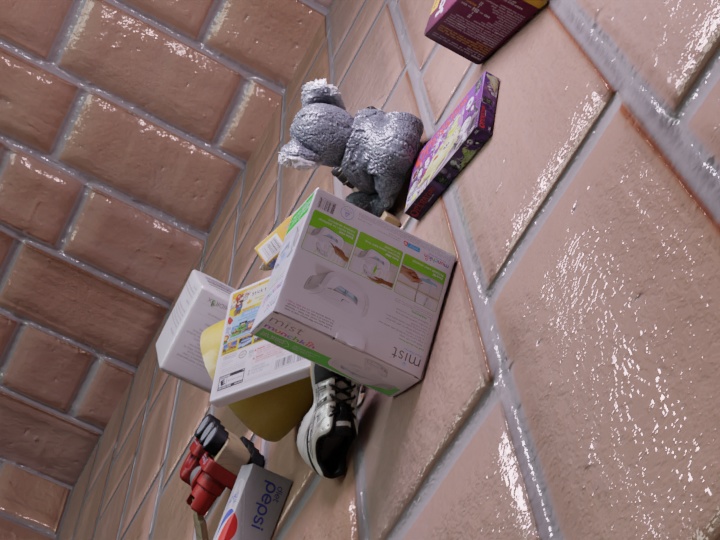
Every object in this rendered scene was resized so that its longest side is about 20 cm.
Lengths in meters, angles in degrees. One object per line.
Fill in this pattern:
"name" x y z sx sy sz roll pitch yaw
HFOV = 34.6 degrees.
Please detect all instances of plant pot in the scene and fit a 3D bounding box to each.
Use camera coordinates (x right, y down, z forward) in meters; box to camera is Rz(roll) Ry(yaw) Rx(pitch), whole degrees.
"plant pot" -0.122 0.131 1.723 0.142 0.200 0.200 -35 22 13

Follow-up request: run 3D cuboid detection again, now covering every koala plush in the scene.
"koala plush" -0.019 -0.198 1.786 0.184 0.199 0.179 129 164 -72

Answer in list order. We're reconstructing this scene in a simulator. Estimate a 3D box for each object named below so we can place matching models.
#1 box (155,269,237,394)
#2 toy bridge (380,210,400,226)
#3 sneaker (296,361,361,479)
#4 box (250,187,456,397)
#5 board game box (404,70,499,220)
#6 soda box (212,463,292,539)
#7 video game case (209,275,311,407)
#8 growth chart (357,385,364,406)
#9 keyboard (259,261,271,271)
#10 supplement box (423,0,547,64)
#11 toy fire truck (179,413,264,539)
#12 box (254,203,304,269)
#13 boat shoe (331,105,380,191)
"box" -0.253 0.127 2.123 0.172 0.199 0.199 -62 15 1
"toy bridge" 0.000 0.000 1.779 0.201 0.027 0.067 -62 12 12
"sneaker" -0.024 0.169 1.463 0.088 0.075 0.202 -134 49 -60
"box" -0.006 0.029 1.402 0.097 0.199 0.178 -40 29 60
"board game box" 0.127 -0.173 1.624 0.200 0.032 0.121 -50 16 45
"soda box" -0.169 0.382 1.653 0.063 0.068 0.201 -28 38 66
"video game case" -0.119 0.082 1.589 0.199 0.023 0.183 -22 46 36
"growth chart" -0.010 0.133 1.612 0.145 0.018 0.201 -37 32 60
"keyboard" -0.073 -0.037 1.859 0.011 0.199 0.056 52 136 25
"supplement box" 0.189 -0.405 1.640 0.200 0.103 0.132 -37 32 62
"toy fire truck" -0.248 0.364 1.910 0.201 0.128 0.176 -56 13 -6
"box" -0.069 -0.035 1.809 0.119 0.200 0.042 -42 63 9
"boat shoe" -0.004 -0.235 2.122 0.072 0.067 0.201 -50 19 49
